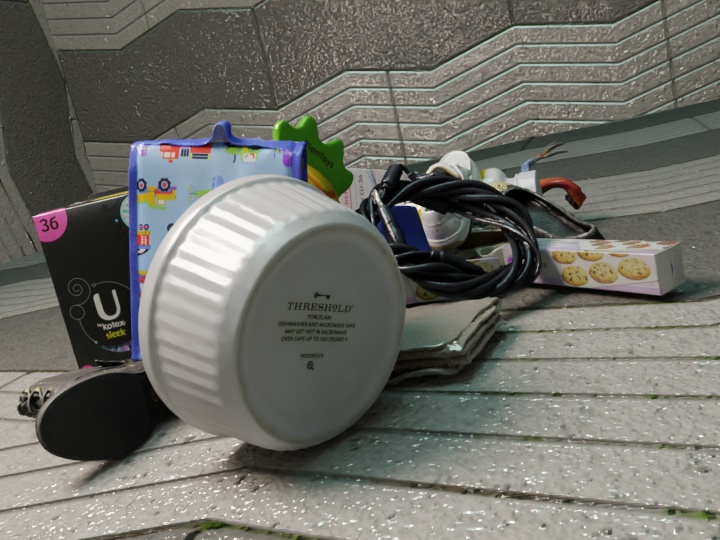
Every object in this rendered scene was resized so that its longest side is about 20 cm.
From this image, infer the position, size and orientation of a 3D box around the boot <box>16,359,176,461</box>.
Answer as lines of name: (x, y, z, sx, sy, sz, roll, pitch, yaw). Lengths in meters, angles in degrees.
boot: (-0.256, 0.123, 0.663, 0.172, 0.070, 0.199, -8, 3, 27)

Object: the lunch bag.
lunch bag: (-0.121, -0.027, 0.627, 0.148, 0.203, 0.094, 2, 17, 5)

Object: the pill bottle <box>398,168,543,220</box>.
pill bottle: (0.158, -0.083, 1.023, 0.197, 0.113, 0.111, -9, 12, 21)

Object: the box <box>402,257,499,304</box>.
box: (0.060, 0.014, 0.749, 0.197, 0.042, 0.039, -5, -3, -29)

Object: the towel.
towel: (0.028, 0.066, 0.670, 0.197, 0.035, 0.132, -7, 12, 32)

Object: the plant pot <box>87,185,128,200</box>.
plant pot: (-0.263, -0.024, 1.073, 0.198, 0.203, 0.176, -21, 27, -35)

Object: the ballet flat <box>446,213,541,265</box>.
ballet flat: (0.151, -0.029, 0.916, 0.197, 0.069, 0.076, -7, 29, 18)

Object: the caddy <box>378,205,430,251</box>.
caddy: (0.000, 0.000, 0.844, 0.197, 0.107, 0.141, -12, -10, 2)

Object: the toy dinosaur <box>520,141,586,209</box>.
toy dinosaur: (0.242, -0.102, 1.080, 0.198, 0.106, 0.181, -32, 12, -15)

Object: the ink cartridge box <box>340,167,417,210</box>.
ink cartridge box: (-0.003, -0.093, 1.108, 0.197, 0.119, 0.067, -3, -3, -34)

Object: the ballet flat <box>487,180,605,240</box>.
ballet flat: (0.217, -0.068, 0.853, 0.066, 0.057, 0.200, -31, 41, -16)

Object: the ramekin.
ramekin: (-0.052, 0.036, 0.527, 0.201, 0.206, 0.094, -22, 27, -38)

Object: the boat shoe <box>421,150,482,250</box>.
boat shoe: (0.114, -0.110, 0.926, 0.070, 0.070, 0.201, -12, 34, 21)

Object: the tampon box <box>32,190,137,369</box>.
tampon box: (-0.284, 0.006, 0.888, 0.147, 0.203, 0.126, -14, 12, -1)

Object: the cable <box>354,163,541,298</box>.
cable: (0.091, -0.040, 0.736, 0.198, 0.051, 0.163, 29, 44, 14)

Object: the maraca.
maraca: (-0.069, -0.059, 0.736, 0.106, 0.203, 0.137, 2, -23, 45)

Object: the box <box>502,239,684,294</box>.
box: (0.228, -0.007, 0.730, 0.038, 0.042, 0.199, -20, 14, -29)
